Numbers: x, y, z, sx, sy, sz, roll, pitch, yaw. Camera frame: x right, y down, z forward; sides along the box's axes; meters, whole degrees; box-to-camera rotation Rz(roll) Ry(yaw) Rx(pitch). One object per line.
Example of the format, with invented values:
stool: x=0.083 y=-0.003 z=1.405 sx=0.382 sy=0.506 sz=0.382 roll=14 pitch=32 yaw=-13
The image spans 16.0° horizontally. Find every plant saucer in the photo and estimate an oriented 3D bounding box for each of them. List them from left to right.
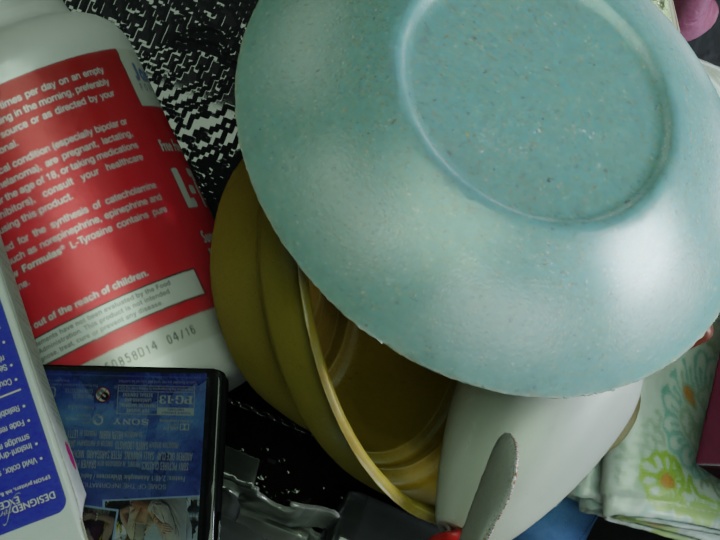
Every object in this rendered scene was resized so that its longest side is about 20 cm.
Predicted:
plant saucer: x=0.056 y=-0.054 z=0.906 sx=0.200 sy=0.039 sz=0.202 roll=11 pitch=60 yaw=-19

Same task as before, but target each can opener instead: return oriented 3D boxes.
can opener: x=-0.005 y=0.124 z=1.056 sx=0.199 sy=0.053 sz=0.067 roll=20 pitch=65 yaw=-8

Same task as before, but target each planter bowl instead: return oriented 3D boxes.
planter bowl: x=0.000 y=0.000 z=0.992 sx=0.083 sy=0.200 sz=0.201 roll=-7 pitch=77 yaw=33

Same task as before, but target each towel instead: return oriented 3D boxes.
towel: x=0.163 y=0.022 z=1.069 sx=0.171 sy=0.048 sz=0.201 roll=19 pitch=74 yaw=-40

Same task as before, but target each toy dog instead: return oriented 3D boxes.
toy dog: x=0.072 y=0.077 z=0.925 sx=0.096 sy=0.132 sz=0.201 roll=-6 pitch=70 yaw=33

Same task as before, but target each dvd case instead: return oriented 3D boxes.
dvd case: x=-0.123 y=0.134 z=0.944 sx=0.142 sy=0.018 sz=0.201 roll=1 pitch=77 yaw=7

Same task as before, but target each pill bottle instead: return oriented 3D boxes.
pill bottle: x=-0.125 y=-0.030 z=1.033 sx=0.112 sy=0.112 sz=0.201 roll=-24 pitch=85 yaw=-14

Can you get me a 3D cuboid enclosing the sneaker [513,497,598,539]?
sneaker: x=0.095 y=0.030 z=1.094 sx=0.066 sy=0.078 sz=0.201 roll=6 pitch=64 yaw=29

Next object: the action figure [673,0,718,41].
action figure: x=0.098 y=-0.151 z=1.075 sx=0.199 sy=0.149 sz=0.134 roll=-15 pitch=102 yaw=15

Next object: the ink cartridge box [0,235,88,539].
ink cartridge box: x=-0.163 y=0.046 z=0.941 sx=0.094 sy=0.037 sz=0.201 roll=-21 pitch=72 yaw=1

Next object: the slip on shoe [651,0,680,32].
slip on shoe: x=0.088 y=-0.086 z=1.008 sx=0.074 sy=0.061 sz=0.201 roll=-1 pitch=89 yaw=-8

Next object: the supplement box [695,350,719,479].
supplement box: x=0.230 y=0.061 z=1.035 sx=0.200 sy=0.085 sz=0.111 roll=31 pitch=68 yaw=-45
